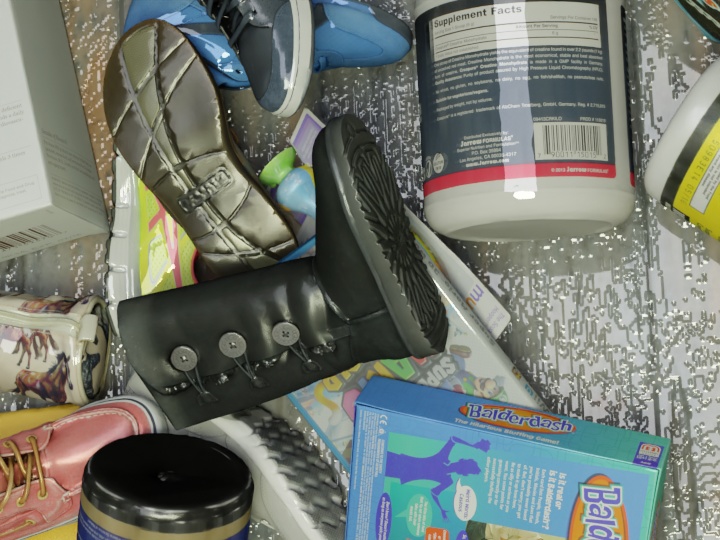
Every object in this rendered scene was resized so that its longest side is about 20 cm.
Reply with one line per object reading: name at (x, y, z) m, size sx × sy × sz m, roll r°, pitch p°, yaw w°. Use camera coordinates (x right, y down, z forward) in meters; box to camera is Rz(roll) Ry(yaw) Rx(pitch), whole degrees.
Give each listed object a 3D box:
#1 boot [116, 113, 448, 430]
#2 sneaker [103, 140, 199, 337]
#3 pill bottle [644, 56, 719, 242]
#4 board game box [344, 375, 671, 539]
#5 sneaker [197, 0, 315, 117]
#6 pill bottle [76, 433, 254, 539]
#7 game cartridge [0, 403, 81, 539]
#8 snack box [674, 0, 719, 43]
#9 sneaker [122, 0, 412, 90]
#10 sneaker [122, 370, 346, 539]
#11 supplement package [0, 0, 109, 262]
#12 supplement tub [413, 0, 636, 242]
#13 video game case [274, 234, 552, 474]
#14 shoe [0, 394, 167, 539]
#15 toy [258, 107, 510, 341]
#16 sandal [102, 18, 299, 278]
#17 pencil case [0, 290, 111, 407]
boot at (-0.065, 0.004, 1.179) m, size 0.199 × 0.066 × 0.166 m, roll -15°, pitch 106°, yaw 24°
sneaker at (-0.130, -0.052, 1.312) m, size 0.090 × 0.078 × 0.201 m, roll 2°, pitch 84°, yaw -1°
pill bottle at (0.291, -0.045, 1.188) m, size 0.200 × 0.112 × 0.113 m, roll 35°, pitch 91°, yaw 16°
board game box at (0.090, 0.162, 1.204) m, size 0.199 × 0.045 × 0.153 m, roll 12°, pitch 116°, yaw 14°
sneaker at (-0.113, -0.190, 1.205) m, size 0.146 × 0.077 × 0.203 m, roll -1°, pitch 65°, yaw -27°
pill bottle at (-0.134, 0.218, 1.220) m, size 0.111 × 0.112 × 0.201 m, roll 14°, pitch 112°, yaw 14°
game cartridge at (-0.271, 0.193, 1.326) m, size 0.199 × 0.032 × 0.177 m, roll -8°, pitch 80°, yaw 9°
snack box at (0.201, -0.214, 1.179) m, size 0.037 × 0.116 × 0.200 m, roll -47°, pitch 117°, yaw 0°
sneaker at (-0.065, -0.151, 1.290) m, size 0.199 × 0.066 × 0.079 m, roll 7°, pitch 69°, yaw -4°
sneaker at (-0.089, 0.134, 1.280) m, size 0.200 × 0.075 × 0.082 m, roll 44°, pitch 106°, yaw 22°
supplement package at (-0.268, -0.115, 1.323) m, size 0.116 × 0.117 × 0.201 m, roll -15°, pitch 79°, yaw 11°
supplement tub at (0.107, -0.125, 1.224) m, size 0.140 × 0.140 × 0.201 m, roll -4°, pitch 83°, yaw 12°
video game case at (0.019, 0.065, 1.223) m, size 0.143 × 0.018 × 0.200 m, roll -35°, pitch 98°, yaw 27°
shoe at (-0.229, 0.142, 1.248) m, size 0.199 × 0.091 × 0.072 m, roll -28°, pitch 73°, yaw 15°
toy at (0.000, 0.000, 1.250) m, size 0.047 × 0.115 × 0.200 m, roll -28°, pitch 69°, yaw -37°
sandal at (-0.104, -0.074, 1.256) m, size 0.082 × 0.055 × 0.200 m, roll -33°, pitch 97°, yaw 10°
pencil case at (-0.269, 0.044, 1.314) m, size 0.199 × 0.090 × 0.078 m, roll 8°, pitch 68°, yaw 14°
